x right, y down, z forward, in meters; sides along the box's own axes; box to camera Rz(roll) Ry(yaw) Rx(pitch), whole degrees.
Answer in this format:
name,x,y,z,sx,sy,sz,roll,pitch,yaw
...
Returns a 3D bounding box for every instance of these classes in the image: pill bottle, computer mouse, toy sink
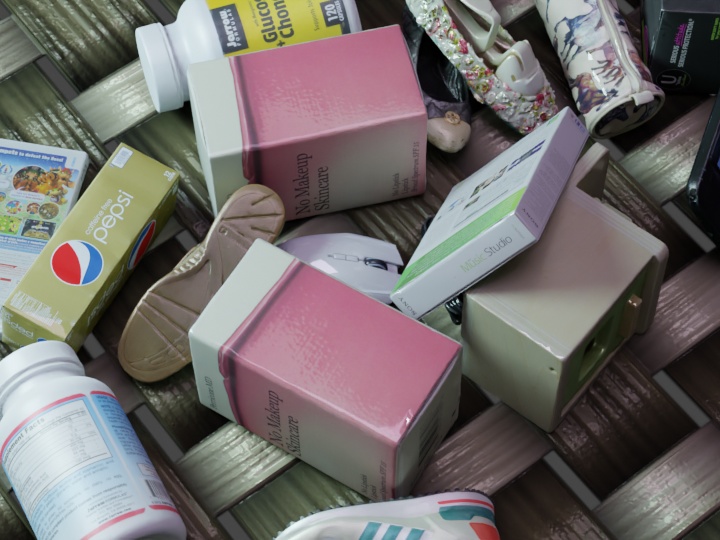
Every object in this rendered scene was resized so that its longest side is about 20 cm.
name,x,y,z,sx,sy,sz,roll,pitch,yaw
pill bottle,-0.229,0.159,1.461,0.108,0.109,0.201,-25,61,-14
computer mouse,0.000,0.000,1.596,0.198,0.044,0.110,-3,59,-1
pill bottle,-0.104,-0.212,1.688,0.199,0.112,0.113,-17,59,-10
toy sink,0.186,0.015,1.536,0.112,0.131,0.200,34,63,19

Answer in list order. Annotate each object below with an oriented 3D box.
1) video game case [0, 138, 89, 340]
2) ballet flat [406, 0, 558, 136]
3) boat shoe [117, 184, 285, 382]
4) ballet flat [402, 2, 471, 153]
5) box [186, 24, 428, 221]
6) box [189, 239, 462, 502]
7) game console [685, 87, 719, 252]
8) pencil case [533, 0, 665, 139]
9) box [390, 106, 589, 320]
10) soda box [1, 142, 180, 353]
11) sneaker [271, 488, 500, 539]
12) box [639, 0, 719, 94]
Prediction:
name,x,y,z,sx,sy,sz,roll,pitch,yaw
video game case,-0.340,-0.033,1.634,0.142,0.018,0.201,9,59,6
ballet flat,0.119,-0.205,1.670,0.200,0.064,0.076,46,52,-1
boat shoe,-0.134,0.014,1.576,0.072,0.072,0.201,35,85,4
ballet flat,0.073,-0.198,1.705,0.066,0.057,0.201,10,55,-25
box,-0.047,-0.126,1.625,0.199,0.128,0.110,-12,59,-6
box,-0.027,0.086,1.484,0.199,0.128,0.109,27,62,17
game console,0.393,-0.101,1.603,0.116,0.176,0.201,6,63,37
pencil case,0.220,-0.219,1.698,0.077,0.090,0.201,-12,64,-13
box,0.111,-0.049,1.524,0.036,0.144,0.200,48,34,-10
soda box,-0.235,-0.012,1.580,0.064,0.068,0.201,28,58,6
sneaker,0.021,0.237,1.432,0.198,0.071,0.094,-9,53,-9
box,0.370,-0.258,1.708,0.198,0.125,0.149,2,58,0
